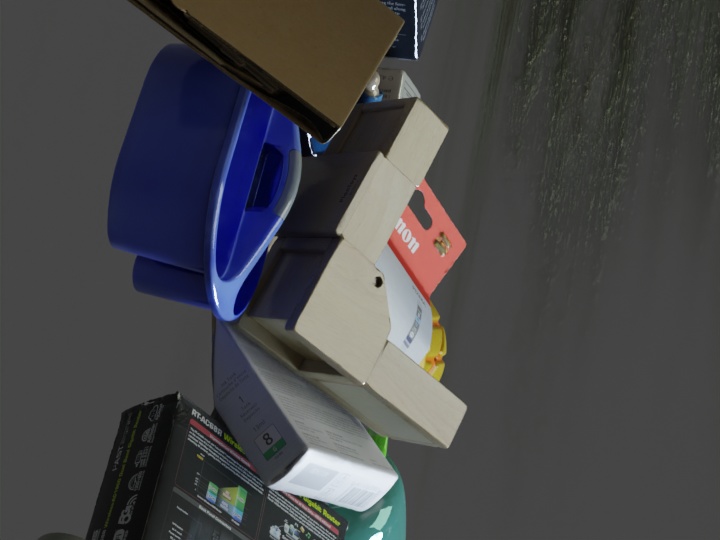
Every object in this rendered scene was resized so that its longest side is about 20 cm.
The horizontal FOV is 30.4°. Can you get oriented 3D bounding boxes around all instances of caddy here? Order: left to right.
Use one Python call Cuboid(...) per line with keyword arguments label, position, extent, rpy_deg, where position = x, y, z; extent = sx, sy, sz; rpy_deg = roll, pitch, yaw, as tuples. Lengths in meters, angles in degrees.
Cuboid(label="caddy", position=(-0.094, -0.064, 0.913), extent=(0.141, 0.105, 0.200), rpy_deg=(79, 21, -63))

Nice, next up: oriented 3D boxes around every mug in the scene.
Cuboid(label="mug", position=(-0.033, 0.253, 1.361), extent=(0.185, 0.152, 0.114), rpy_deg=(-70, 164, -48))

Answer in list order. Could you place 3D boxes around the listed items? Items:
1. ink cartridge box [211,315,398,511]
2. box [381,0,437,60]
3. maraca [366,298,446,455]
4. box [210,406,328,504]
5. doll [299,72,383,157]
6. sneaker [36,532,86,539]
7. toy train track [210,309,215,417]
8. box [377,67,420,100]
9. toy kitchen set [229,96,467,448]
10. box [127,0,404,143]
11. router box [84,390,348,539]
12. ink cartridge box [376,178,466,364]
Cuboid(label="ink cartridge box", position=(-0.068, 0.087, 1.013), extent=(0.050, 0.200, 0.161), rpy_deg=(-44, 151, 8))
Cuboid(label="box", position=(0.022, -0.336, 1.322), extent=(0.200, 0.107, 0.148), rpy_deg=(87, 16, -48))
Cuboid(label="maraca", position=(0.026, 0.098, 1.307), extent=(0.137, 0.107, 0.200), rpy_deg=(-89, -173, -58))
Cuboid(label="box", position=(-0.098, 0.216, 1.104), extent=(0.200, 0.050, 0.199), rpy_deg=(-67, 153, -26))
Cuboid(label="doll", position=(-0.051, -0.131, 1.054), extent=(0.200, 0.136, 0.048), rpy_deg=(52, 19, -46))
Cuboid(label="sneaker", position=(-0.185, 0.266, 0.809), extent=(0.106, 0.075, 0.200), rpy_deg=(-62, 149, -50))
Cuboid(label="toy train track", position=(-0.107, 0.107, 1.138), extent=(0.115, 0.033, 0.200), rpy_deg=(-38, 132, -62))
Cuboid(label="box", position=(-0.014, -0.096, 1.311), extent=(0.128, 0.109, 0.200), rpy_deg=(23, 76, -79))
Cuboid(label="toy kitchen set", position=(0.000, 0.000, 1.033), extent=(0.180, 0.163, 0.200), rpy_deg=(40, 67, -32))
Cuboid(label="box", position=(-0.058, -0.179, 0.908), extent=(0.021, 0.163, 0.200), rpy_deg=(-50, -172, 32))
Cuboid(label="router box", position=(-0.099, 0.202, 0.928), extent=(0.200, 0.062, 0.150), rpy_deg=(44, 41, -35))
Cuboid(label="ink cartridge box", position=(0.023, -0.005, 1.166), extent=(0.200, 0.047, 0.160), rpy_deg=(-53, 126, -26))
